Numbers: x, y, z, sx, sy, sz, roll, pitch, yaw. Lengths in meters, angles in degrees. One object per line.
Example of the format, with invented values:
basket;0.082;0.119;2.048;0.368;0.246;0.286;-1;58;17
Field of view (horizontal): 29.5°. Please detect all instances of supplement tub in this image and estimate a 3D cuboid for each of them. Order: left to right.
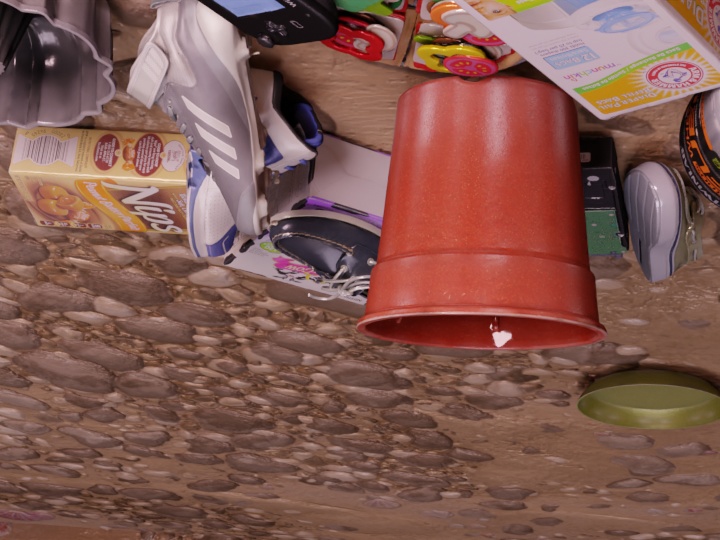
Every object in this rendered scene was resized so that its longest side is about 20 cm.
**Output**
supplement tub;0.304;-0.106;1.005;0.122;0.123;0.200;3;174;5

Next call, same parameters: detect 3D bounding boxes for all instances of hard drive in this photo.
hard drive;0.176;-0.064;1.282;0.140;0.038;0.200;-1;156;16

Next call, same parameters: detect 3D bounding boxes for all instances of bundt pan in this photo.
bundt pan;-0.280;-0.187;1.034;0.202;0.076;0.202;4;158;2

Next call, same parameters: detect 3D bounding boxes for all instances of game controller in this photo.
game controller;-0.106;-0.212;0.934;0.200;0.042;0.104;30;174;-35

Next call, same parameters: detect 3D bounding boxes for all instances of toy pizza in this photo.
toy pizza;0.038;-0.183;0.991;0.200;0.032;0.200;12;164;3

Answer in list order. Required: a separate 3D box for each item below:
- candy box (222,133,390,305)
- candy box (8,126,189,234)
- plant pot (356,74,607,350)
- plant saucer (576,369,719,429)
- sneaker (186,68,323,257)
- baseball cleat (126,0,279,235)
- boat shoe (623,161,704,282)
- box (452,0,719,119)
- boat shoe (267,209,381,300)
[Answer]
candy box;-0.017;-0.045;1.328;0.168;0.072;0.200;16;155;-24
candy box;-0.220;-0.084;1.301;0.200;0.055;0.115;4;157;3
plant pot;0.101;-0.045;1.109;0.200;0.196;0.201;3;170;0
plant saucer;0.388;0.169;1.814;0.200;0.031;0.200;4;157;2
sneaker;-0.091;-0.094;1.167;0.115;0.081;0.200;1;133;-7
baseball cleat;-0.124;-0.120;1.071;0.106;0.200;0.070;-5;-158;2
boat shoe;0.286;-0.052;1.269;0.062;0.072;0.200;-25;157;0
box;0.154;-0.193;0.885;0.112;0.102;0.200;-12;152;38
boat shoe;0.000;0.000;1.259;0.200;0.062;0.075;23;153;-35
